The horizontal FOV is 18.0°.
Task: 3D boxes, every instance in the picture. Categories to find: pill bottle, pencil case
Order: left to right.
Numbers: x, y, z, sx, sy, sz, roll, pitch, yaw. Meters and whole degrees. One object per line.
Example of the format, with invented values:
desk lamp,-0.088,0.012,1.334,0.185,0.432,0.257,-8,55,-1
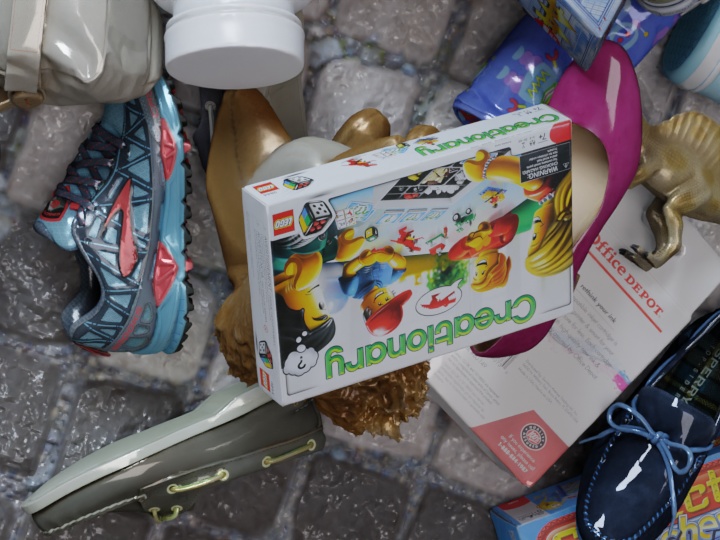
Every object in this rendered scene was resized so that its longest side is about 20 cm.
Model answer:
pill bottle,-0.076,-0.216,1.350,0.108,0.109,0.201,1,76,-15
pencil case,0.150,-0.152,1.481,0.087,0.078,0.200,41,87,0

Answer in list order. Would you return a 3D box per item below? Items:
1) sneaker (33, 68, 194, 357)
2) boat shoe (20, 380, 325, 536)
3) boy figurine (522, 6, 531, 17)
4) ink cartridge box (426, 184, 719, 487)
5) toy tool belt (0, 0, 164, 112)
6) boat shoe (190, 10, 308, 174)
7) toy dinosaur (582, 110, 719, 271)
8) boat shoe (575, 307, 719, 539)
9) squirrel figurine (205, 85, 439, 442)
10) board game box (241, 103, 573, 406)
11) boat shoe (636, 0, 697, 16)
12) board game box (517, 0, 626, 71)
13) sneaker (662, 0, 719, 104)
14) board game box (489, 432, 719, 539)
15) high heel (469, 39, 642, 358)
sneaker,-0.155,-0.043,1.410,0.095,0.079,0.201,-5,98,-18
boat shoe,-0.116,0.126,1.449,0.201,0.072,0.061,-25,98,-15
boy figurine,0.026,-0.213,1.426,0.199,0.125,0.065,11,125,-5
ink cartridge box,0.134,0.029,1.507,0.200,0.067,0.117,-45,107,-5
toy tool belt,-0.193,-0.190,1.360,0.122,0.125,0.201,-6,78,20
boat shoe,-0.075,-0.088,1.451,0.062,0.073,0.201,9,105,28
toy dinosaur,0.205,-0.048,1.449,0.200,0.058,0.101,37,87,-22
boat shoe,0.198,0.097,1.497,0.084,0.069,0.201,25,63,7
squirrel figurine,0.000,0.000,1.412,0.186,0.141,0.201,17,86,-56
board game box,0.031,-0.011,1.300,0.199,0.035,0.127,-17,120,-24
boat shoe,0.160,-0.253,1.433,0.072,0.062,0.201,-31,68,4
board game box,0.113,-0.232,1.354,0.199,0.062,0.201,15,75,2
sneaker,0.305,-0.182,1.522,0.130,0.080,0.200,32,98,-15
board game box,0.211,0.227,1.560,0.199,0.056,0.197,-19,102,-12
high heel,0.117,-0.039,1.380,0.067,0.096,0.201,21,116,23
